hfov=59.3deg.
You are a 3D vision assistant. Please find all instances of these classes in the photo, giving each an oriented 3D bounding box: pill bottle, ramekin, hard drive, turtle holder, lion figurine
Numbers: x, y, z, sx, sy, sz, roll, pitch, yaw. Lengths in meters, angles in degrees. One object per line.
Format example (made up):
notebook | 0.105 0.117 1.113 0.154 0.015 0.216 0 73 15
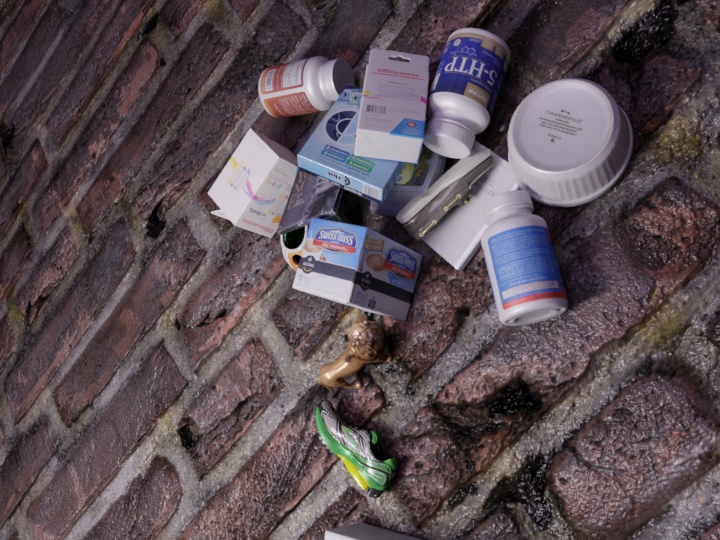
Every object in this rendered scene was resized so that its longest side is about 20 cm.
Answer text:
pill bottle | 0.258 -0.022 1.022 0.111 0.112 0.203 -20 70 29
pill bottle | 0.183 -0.310 1.124 0.119 0.119 0.202 13 79 35
ramekin | 0.328 -0.212 1.015 0.200 0.094 0.205 -8 73 25
hard drive | 0.195 -0.118 1.141 0.132 0.026 0.201 43 104 34
turtle holder | -0.086 -0.079 1.260 0.140 0.131 0.187 26 94 36
lion figurine | -0.022 0.169 1.163 0.200 0.122 0.073 -50 57 15
pill bottle | -0.115 -0.398 1.369 0.198 0.112 0.114 1 79 34

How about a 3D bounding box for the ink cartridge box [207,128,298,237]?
ink cartridge box | -0.223 -0.177 1.380 0.125 0.128 0.201 45 105 33

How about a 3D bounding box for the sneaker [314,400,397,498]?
sneaker | -0.007 0.311 1.158 0.200 0.078 0.085 44 97 24

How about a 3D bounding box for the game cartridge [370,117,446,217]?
game cartridge | 0.098 -0.199 1.206 0.132 0.041 0.203 7 77 36

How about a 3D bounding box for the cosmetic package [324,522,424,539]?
cosmetic package | 0.040 0.544 1.033 0.198 0.122 0.202 -1 78 35

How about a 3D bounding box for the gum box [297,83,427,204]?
gum box | 0.007 -0.233 1.143 0.168 0.045 0.201 24 60 13

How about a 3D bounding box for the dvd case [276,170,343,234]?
dvd case | -0.079 -0.169 1.191 0.148 0.016 0.202 -16 47 40

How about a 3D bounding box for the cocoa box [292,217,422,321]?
cocoa box | 0.000 0.000 1.140 0.132 0.199 0.133 13 85 36

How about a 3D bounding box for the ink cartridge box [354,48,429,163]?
ink cartridge box | 0.058 -0.292 1.114 0.113 0.068 0.202 8 59 0

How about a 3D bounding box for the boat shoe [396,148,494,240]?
boat shoe | 0.158 -0.135 1.117 0.201 0.072 0.060 -39 104 6
